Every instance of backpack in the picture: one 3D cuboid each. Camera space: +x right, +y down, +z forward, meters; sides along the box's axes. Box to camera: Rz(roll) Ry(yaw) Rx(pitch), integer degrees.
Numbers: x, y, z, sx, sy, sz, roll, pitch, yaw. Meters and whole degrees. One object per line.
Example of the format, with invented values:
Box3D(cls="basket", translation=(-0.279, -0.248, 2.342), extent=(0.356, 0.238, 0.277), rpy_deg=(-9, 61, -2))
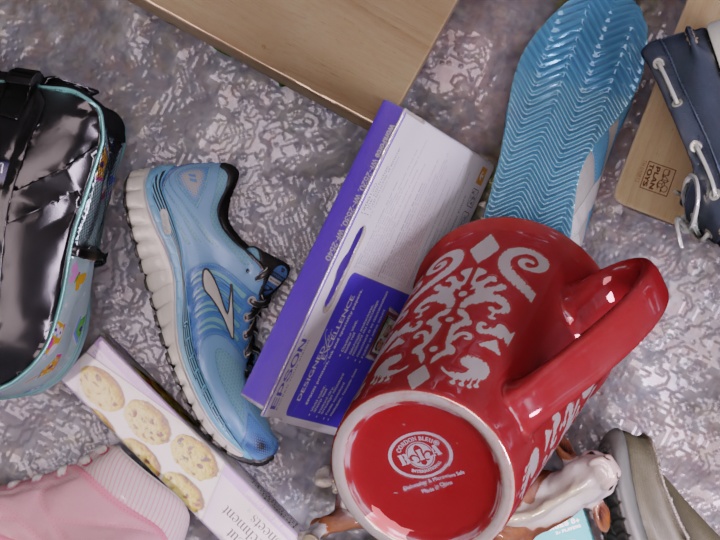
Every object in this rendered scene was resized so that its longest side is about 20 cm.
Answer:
Box3D(cls="backpack", translation=(-0.241, -0.018, 1.699), extent=(0.175, 0.153, 0.201), rpy_deg=(10, 81, 5))

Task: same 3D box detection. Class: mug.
Box3D(cls="mug", translation=(0.073, 0.055, 1.586), extent=(0.133, 0.200, 0.178), rpy_deg=(34, 122, 2))

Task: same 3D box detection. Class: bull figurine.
Box3D(cls="bull figurine", translation=(0.059, 0.140, 1.681), extent=(0.199, 0.121, 0.066), rpy_deg=(-1, 100, 29))

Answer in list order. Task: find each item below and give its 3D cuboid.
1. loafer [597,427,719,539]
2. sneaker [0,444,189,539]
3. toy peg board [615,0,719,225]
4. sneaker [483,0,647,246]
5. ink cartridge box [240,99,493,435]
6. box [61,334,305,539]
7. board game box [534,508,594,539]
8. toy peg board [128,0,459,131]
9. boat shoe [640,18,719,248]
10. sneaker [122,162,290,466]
Box3D(cls="loafer", translation=(0.203, 0.188, 1.721), extent=(0.069, 0.075, 0.201), rpy_deg=(-21, 93, -9))
Box3D(cls="sneaker", translation=(-0.199, 0.157, 1.743), extent=(0.199, 0.076, 0.105), rpy_deg=(13, 58, 21))
Box3D(cls="toy peg board", translation=(0.290, -0.096, 1.707), extent=(0.198, 0.098, 0.201), rpy_deg=(21, 90, 18))
Box3D(cls="sneaker", translation=(0.121, -0.079, 1.715), extent=(0.076, 0.081, 0.201), rpy_deg=(21, 90, 4))
Box3D(cls="ink cartridge box", translation=(0.000, 0.000, 1.663), extent=(0.043, 0.200, 0.199), rpy_deg=(26, 91, 19))
Box3D(cls="box", translation=(-0.106, 0.123, 1.748), extent=(0.041, 0.039, 0.200), rpy_deg=(-44, 88, 3))
Box3D(cls="board game box", translation=(0.098, 0.263, 1.732), extent=(0.150, 0.047, 0.201), rpy_deg=(-17, 89, 3))
Box3D(cls="toy peg board", translation=(-0.029, -0.205, 1.731), extent=(0.199, 0.098, 0.200), rpy_deg=(28, 76, 3))
Box3D(cls="boat shoe", translation=(0.213, -0.050, 1.627), extent=(0.061, 0.075, 0.201), rpy_deg=(-16, 78, 13))
Box3D(cls="sneaker", translation=(-0.083, 0.024, 1.729), extent=(0.089, 0.078, 0.201), rpy_deg=(-17, 89, 0))
